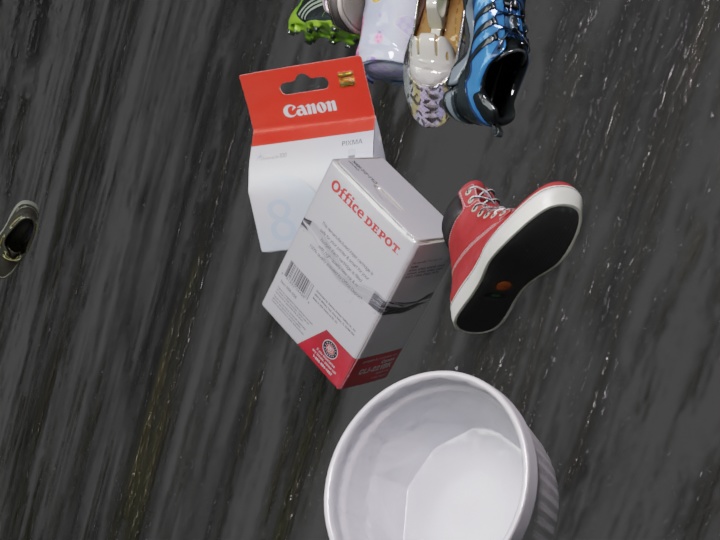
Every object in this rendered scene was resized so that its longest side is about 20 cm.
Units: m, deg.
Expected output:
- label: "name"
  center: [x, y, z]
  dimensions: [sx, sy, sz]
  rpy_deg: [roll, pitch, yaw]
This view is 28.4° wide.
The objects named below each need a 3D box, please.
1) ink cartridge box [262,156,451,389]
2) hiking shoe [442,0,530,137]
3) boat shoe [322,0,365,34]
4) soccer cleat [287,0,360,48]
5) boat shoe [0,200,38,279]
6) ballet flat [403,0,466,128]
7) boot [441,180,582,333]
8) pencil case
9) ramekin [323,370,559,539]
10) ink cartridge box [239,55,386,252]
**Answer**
- label: "ink cartridge box"
  center: [0.000, 0.000, 1.509]
  dimensions: [0.144, 0.083, 0.201]
  rpy_deg: [46, 124, 28]
- label: "hiking shoe"
  center: [0.144, -0.238, 1.410]
  dimensions: [0.087, 0.074, 0.202]
  rpy_deg: [29, 115, 55]
- label: "boat shoe"
  center: [-0.014, -0.306, 1.635]
  dimensions: [0.200, 0.056, 0.068]
  rpy_deg: [-29, -57, -71]
- label: "soccer cleat"
  center: [-0.037, -0.330, 1.808]
  dimensions: [0.082, 0.067, 0.200]
  rpy_deg: [-66, 26, 0]
- label: "boat shoe"
  center: [-0.760, -0.058, 3.122]
  dimensions: [0.203, 0.072, 0.060]
  rpy_deg: [-59, 27, 26]
- label: "ballet flat"
  center: [0.079, -0.256, 1.519]
  dimensions: [0.072, 0.071, 0.202]
  rpy_deg: [-8, 70, 62]
- label: "boot"
  center: [0.134, -0.053, 1.341]
  dimensions: [0.200, 0.072, 0.145]
  rpy_deg: [127, 146, -47]
- label: "pencil case"
  center: [0.050, -0.310, 1.600]
  dimensions: [0.083, 0.090, 0.202]
  rpy_deg: [1, 80, 37]
- label: "ramekin"
  center: [0.077, 0.199, 1.231]
  dimensions: [0.199, 0.105, 0.202]
  rpy_deg: [-16, 59, 27]
- label: "ink cartridge box"
  center: [-0.054, -0.126, 1.583]
  dimensions: [0.159, 0.047, 0.202]
  rpy_deg: [-5, 108, 26]
